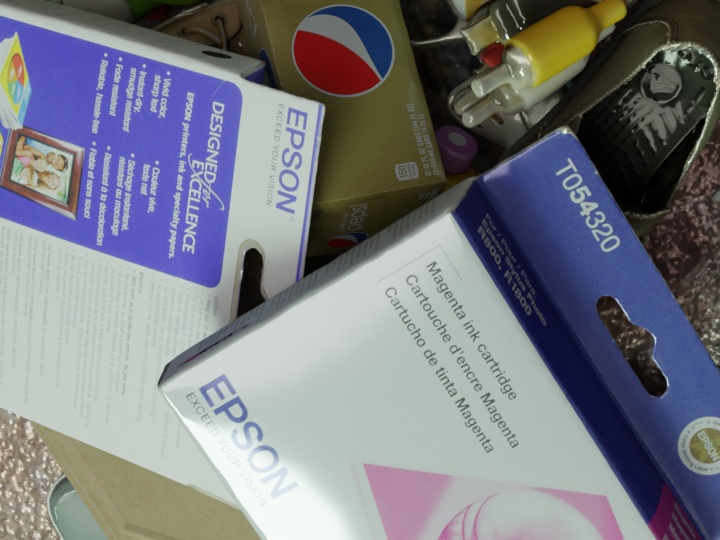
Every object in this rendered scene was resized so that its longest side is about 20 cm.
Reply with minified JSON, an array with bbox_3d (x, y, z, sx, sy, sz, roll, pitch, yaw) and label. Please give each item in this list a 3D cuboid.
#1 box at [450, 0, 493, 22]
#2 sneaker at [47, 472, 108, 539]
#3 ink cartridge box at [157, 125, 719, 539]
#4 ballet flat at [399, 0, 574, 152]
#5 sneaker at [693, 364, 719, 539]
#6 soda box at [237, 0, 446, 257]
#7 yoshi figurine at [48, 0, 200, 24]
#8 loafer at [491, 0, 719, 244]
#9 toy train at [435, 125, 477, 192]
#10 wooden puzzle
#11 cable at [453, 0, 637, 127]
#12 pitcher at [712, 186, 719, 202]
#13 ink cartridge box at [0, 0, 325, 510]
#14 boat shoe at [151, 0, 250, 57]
[{"bbox_3d":[0.108,-0.200,0.792,0.200,0.124,0.098,-28,89,4],"label":"box"},{"bbox_3d":[-0.106,0.191,0.985,0.200,0.121,0.084,41,111,4],"label":"sneaker"},{"bbox_3d":[0.051,0.073,0.781,0.200,0.043,0.197,-31,102,13],"label":"ink cartridge box"},{"bbox_3d":[0.058,-0.105,0.890,0.064,0.067,0.200,-27,89,-1],"label":"ballet flat"},{"bbox_3d":[0.228,0.112,0.850,0.199,0.070,0.109,11,80,-10],"label":"sneaker"},{"bbox_3d":[-0.018,-0.112,0.852,0.064,0.068,0.200,-11,71,-10],"label":"soda box"},{"bbox_3d":[-0.169,-0.166,0.928,0.199,0.112,0.113,-2,94,16],"label":"yoshi figurine"},{"bbox_3d":[0.098,-0.038,0.825,0.075,0.070,0.200,32,111,0],"label":"loafer"},{"bbox_3d":[0.000,0.000,0.921,0.199,0.056,0.151,8,126,18],"label":"toy train"},{"bbox_3d":[-0.066,0.078,0.899,0.185,0.037,0.200,-44,70,32],"label":"wooden puzzle"},{"bbox_3d":[0.122,-0.123,0.804,0.200,0.097,0.050,-28,93,-4],"label":"cable"},{"bbox_3d":[0.214,-0.056,0.840,0.171,0.121,0.201,17,97,32],"label":"pitcher"},{"bbox_3d":[-0.102,-0.010,0.850,0.200,0.043,0.199,20,113,26],"label":"ink cartridge box"},{"bbox_3d":[-0.073,-0.097,0.935,0.200,0.065,0.071,-24,95,21],"label":"boat shoe"}]
